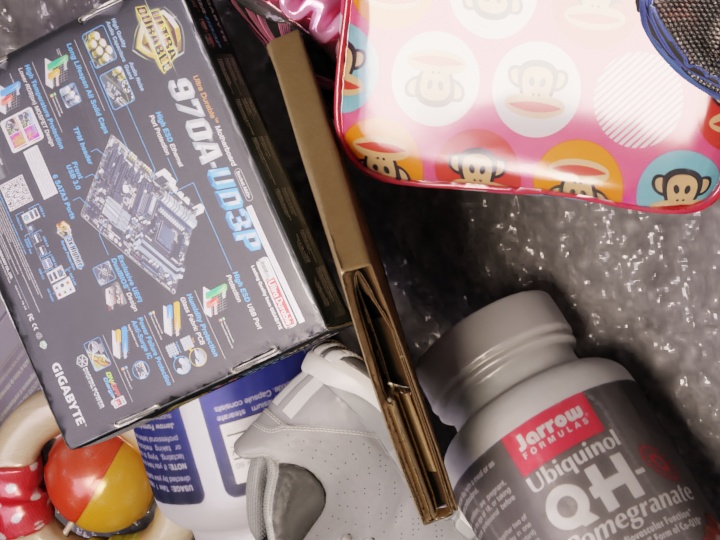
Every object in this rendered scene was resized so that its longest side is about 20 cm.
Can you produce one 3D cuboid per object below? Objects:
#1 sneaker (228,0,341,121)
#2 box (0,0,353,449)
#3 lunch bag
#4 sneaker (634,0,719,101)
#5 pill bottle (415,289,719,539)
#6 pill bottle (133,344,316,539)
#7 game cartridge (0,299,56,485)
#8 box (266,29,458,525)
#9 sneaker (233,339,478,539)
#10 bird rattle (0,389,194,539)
[{"bbox_3d":[-0.030,-0.124,1.379,0.200,0.079,0.096,42,138,16],"label":"sneaker"},{"bbox_3d":[-0.116,-0.030,1.356,0.158,0.046,0.201,-25,87,18],"label":"box"},{"bbox_3d":[0.089,-0.124,1.247,0.199,0.082,0.177,8,107,11],"label":"lunch bag"},{"bbox_3d":[0.209,-0.079,1.163,0.199,0.078,0.076,31,101,-4],"label":"sneaker"},{"bbox_3d":[0.110,0.114,1.334,0.111,0.110,0.201,-47,65,38],"label":"pill bottle"},{"bbox_3d":[-0.069,0.072,1.452,0.115,0.116,0.201,-7,104,37],"label":"pill bottle"},{"bbox_3d":[-0.195,0.048,1.586,0.130,0.038,0.200,47,128,6],"label":"game cartridge"},{"bbox_3d":[0.000,0.000,1.295,0.021,0.200,0.164,-18,128,2],"label":"box"},{"bbox_3d":[0.005,0.142,1.401,0.200,0.115,0.075,50,172,-16],"label":"sneaker"},{"bbox_3d":[-0.165,0.133,1.552,0.200,0.113,0.163,37,110,8],"label":"bird rattle"}]
